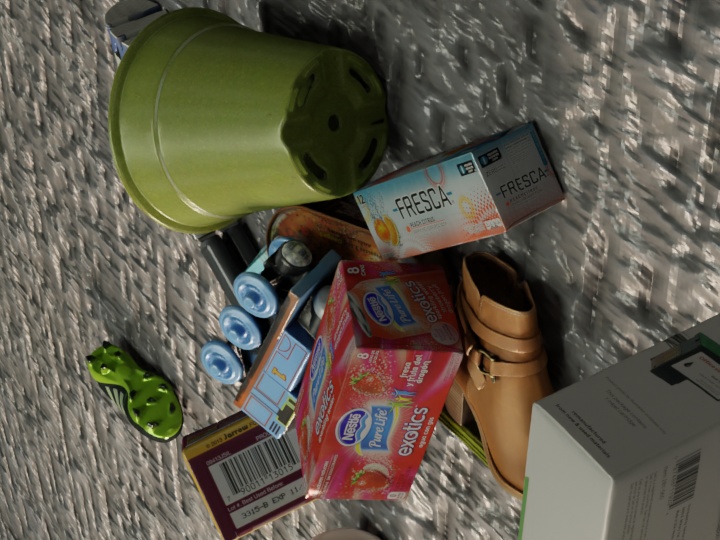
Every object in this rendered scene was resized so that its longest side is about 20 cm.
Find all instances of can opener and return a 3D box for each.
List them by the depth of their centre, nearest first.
[{"bbox_3d":[-0.132,-0.029,1.797,0.201,0.053,0.067,60,153,8],"label":"can opener"}]

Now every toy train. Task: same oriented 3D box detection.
[{"bbox_3d":[-0.066,0.057,1.574,0.114,0.087,0.200,37,137,7],"label":"toy train"}]

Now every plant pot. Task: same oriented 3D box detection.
[{"bbox_3d":[-0.080,-0.127,1.511,0.189,0.200,0.202,6,118,44],"label":"plant pot"}]

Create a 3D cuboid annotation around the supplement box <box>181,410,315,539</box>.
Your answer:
[{"bbox_3d":[-0.103,0.193,1.778,0.104,0.130,0.200,64,175,-1],"label":"supplement box"}]

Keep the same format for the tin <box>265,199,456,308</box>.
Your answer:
[{"bbox_3d":[0.000,0.000,1.558,0.199,0.042,0.113,21,124,35],"label":"tin"}]

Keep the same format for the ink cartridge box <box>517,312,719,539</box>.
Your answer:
[{"bbox_3d":[0.210,0.122,1.158,0.084,0.199,0.147,45,146,39],"label":"ink cartridge box"}]

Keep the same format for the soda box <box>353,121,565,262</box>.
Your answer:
[{"bbox_3d":[0.074,-0.059,1.393,0.200,0.063,0.069,-14,102,62],"label":"soda box"}]

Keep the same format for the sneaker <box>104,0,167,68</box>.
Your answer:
[{"bbox_3d":[-0.190,-0.171,1.767,0.200,0.080,0.116,54,156,34],"label":"sneaker"}]

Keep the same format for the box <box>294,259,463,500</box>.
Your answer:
[{"bbox_3d":[0.011,0.096,1.480,0.201,0.095,0.100,108,160,-44],"label":"box"}]

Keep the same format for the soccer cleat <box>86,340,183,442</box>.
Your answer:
[{"bbox_3d":[-0.274,0.161,2.207,0.200,0.067,0.081,38,161,42],"label":"soccer cleat"}]

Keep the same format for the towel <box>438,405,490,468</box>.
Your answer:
[{"bbox_3d":[0.132,0.176,1.487,0.200,0.018,0.086,43,-175,37],"label":"towel"}]

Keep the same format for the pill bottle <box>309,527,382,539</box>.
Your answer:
[{"bbox_3d":[-0.016,0.376,1.863,0.112,0.112,0.201,42,146,36],"label":"pill bottle"}]

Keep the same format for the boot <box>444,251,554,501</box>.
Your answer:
[{"bbox_3d":[0.132,0.091,1.410,0.200,0.073,0.156,39,140,36],"label":"boot"}]

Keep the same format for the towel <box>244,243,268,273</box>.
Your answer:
[{"bbox_3d":[-0.027,0.040,1.640,0.147,0.022,0.201,-49,66,34],"label":"towel"}]
